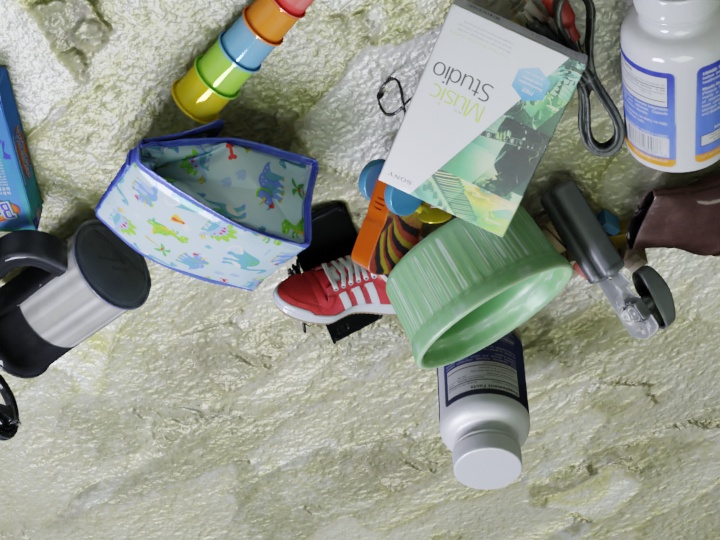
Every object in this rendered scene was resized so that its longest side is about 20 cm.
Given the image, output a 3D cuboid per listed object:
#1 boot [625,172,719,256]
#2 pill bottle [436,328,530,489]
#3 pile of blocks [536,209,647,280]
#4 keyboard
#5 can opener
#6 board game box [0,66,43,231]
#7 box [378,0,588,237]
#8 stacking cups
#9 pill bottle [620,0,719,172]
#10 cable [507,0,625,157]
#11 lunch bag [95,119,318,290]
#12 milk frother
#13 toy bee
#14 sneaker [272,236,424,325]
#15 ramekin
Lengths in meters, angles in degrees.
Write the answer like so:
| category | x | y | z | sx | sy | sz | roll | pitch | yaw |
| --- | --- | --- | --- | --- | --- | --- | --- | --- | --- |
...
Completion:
| category | x | y | z | sx | sy | sz | roll | pitch | yaw |
| --- | --- | --- | --- | --- | --- | --- | --- | --- | --- |
| boot | 0.395 | -0.081 | 1.408 | 0.164 | 0.073 | 0.201 | -1 | 145 | -16 |
| pill bottle | 0.149 | 0.160 | 1.578 | 0.110 | 0.201 | 0.112 | 1 | 136 | 0 |
| pile of blocks | 0.245 | -0.022 | 1.491 | 0.198 | 0.063 | 0.082 | -12 | 134 | 12 |
| keyboard | -0.043 | 0.003 | 1.551 | 0.103 | 0.040 | 0.201 | -26 | 133 | -7 |
| can opener | 0.281 | -0.016 | 1.450 | 0.201 | 0.067 | 0.053 | 59 | 154 | 1 |
| board game box | -0.440 | -0.127 | 1.405 | 0.150 | 0.045 | 0.201 | 0 | 135 | 0 |
| box | 0.118 | -0.149 | 1.283 | 0.143 | 0.036 | 0.201 | 24 | 118 | 2 |
| stacking cups | -0.113 | -0.233 | 1.290 | 0.060 | 0.061 | 0.200 | 28 | 126 | -25 |
| pill bottle | 0.312 | -0.205 | 1.271 | 0.111 | 0.113 | 0.201 | -7 | 135 | 7 |
| cable | 0.217 | -0.210 | 1.296 | 0.097 | 0.050 | 0.200 | -36 | 116 | 16 |
| lunch bag | -0.167 | -0.071 | 1.376 | 0.198 | 0.129 | 0.170 | 13 | 155 | -22 |
| milk frother | -0.354 | 0.069 | 1.478 | 0.187 | 0.202 | 0.180 | -32 | 157 | 29 |
| toy bee | 0.061 | -0.092 | 1.393 | 0.108 | 0.131 | 0.201 | 0 | 130 | -35 |
| sneaker | 0.000 | 0.000 | 1.484 | 0.198 | 0.072 | 0.113 | -5 | 141 | -34 |
| ramekin | 0.124 | 0.013 | 1.414 | 0.199 | 0.098 | 0.200 | -28 | 162 | -10 |
